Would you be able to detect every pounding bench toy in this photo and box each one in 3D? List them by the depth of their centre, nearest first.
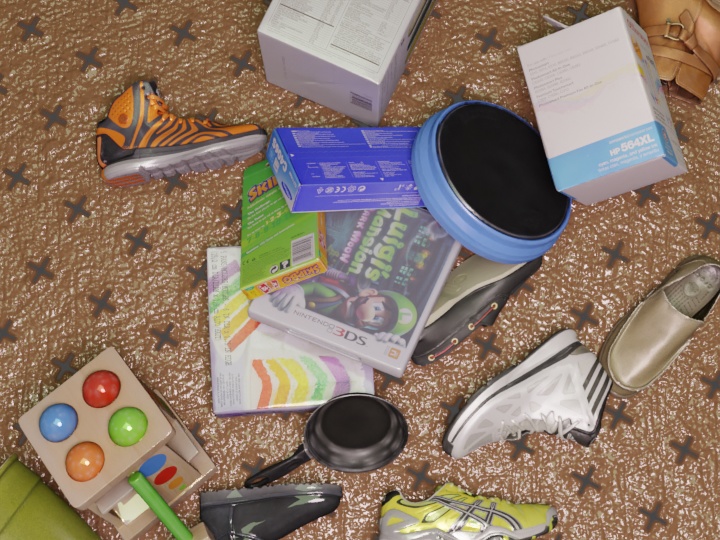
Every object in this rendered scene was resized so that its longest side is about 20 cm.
[{"bbox_3d":[-0.232,0.206,1.212,0.124,0.156,0.200,-39,62,-7],"label":"pounding bench toy"}]

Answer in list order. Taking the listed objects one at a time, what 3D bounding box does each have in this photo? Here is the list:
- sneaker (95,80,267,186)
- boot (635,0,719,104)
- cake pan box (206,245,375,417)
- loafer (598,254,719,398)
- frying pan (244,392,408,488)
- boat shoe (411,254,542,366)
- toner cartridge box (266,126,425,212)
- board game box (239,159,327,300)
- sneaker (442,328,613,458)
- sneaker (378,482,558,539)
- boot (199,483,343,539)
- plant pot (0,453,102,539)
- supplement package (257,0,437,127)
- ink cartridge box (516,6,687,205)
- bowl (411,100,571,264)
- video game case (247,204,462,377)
[{"bbox_3d":[-0.212,-0.172,1.360,0.200,0.078,0.112,-10,79,-2],"label":"sneaker"},{"bbox_3d":[0.349,-0.297,1.398,0.200,0.077,0.156,25,83,-3],"label":"boot"},{"bbox_3d":[-0.079,0.061,1.326,0.184,0.052,0.200,-2,77,-3],"label":"cake pan box"},{"bbox_3d":[0.340,0.057,1.318,0.076,0.067,0.200,37,80,7],"label":"loafer"},{"bbox_3d":[-0.028,0.200,1.300,0.115,0.031,0.190,33,117,-23],"label":"frying pan"},{"bbox_3d":[0.128,0.032,1.328,0.201,0.074,0.063,-34,114,-16],"label":"boat shoe"},{"bbox_3d":[0.004,-0.115,1.309,0.200,0.043,0.095,-3,47,-26],"label":"toner cartridge box"},{"bbox_3d":[-0.087,-0.060,1.306,0.095,0.030,0.200,-21,45,16],"label":"board game box"},{"bbox_3d":[0.192,0.162,1.281,0.200,0.076,0.115,-37,66,-10],"label":"sneaker"},{"bbox_3d":[0.117,0.265,1.265,0.200,0.075,0.077,-3,71,-12],"label":"sneaker"},{"bbox_3d":[-0.092,0.334,1.256,0.164,0.066,0.200,-8,72,11],"label":"boot"},{"bbox_3d":[-0.338,0.327,1.212,0.193,0.200,0.201,36,80,-5],"label":"plant pot"},{"bbox_3d":[-0.005,-0.301,1.349,0.150,0.152,0.200,24,79,4],"label":"supplement package"},{"bbox_3d":[0.269,-0.193,1.319,0.125,0.128,0.200,-18,79,24],"label":"ink cartridge box"},{"bbox_3d":[0.151,-0.104,1.311,0.200,0.039,0.201,17,54,-24],"label":"bowl"},{"bbox_3d":[0.000,0.000,1.290,0.181,0.023,0.200,21,61,11],"label":"video game case"}]
